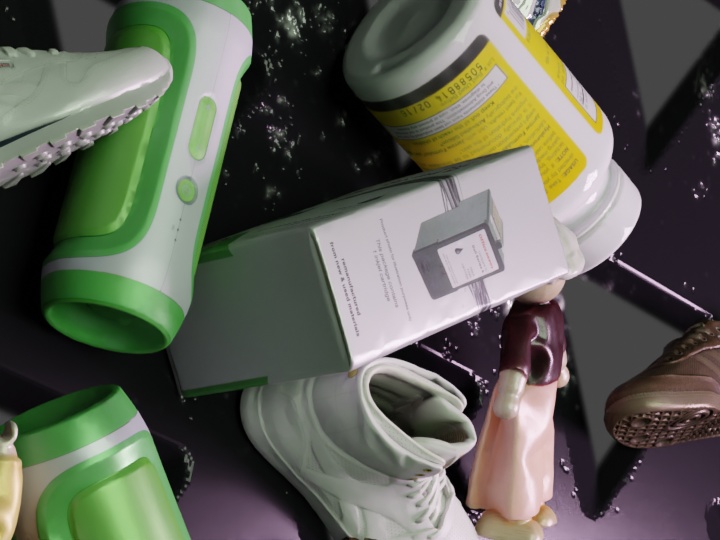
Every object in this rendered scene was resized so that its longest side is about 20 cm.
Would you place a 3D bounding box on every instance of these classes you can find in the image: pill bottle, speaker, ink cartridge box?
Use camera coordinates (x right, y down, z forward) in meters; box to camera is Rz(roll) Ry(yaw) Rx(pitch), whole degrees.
[{"bbox_3d":[0.088,-0.090,1.648,0.200,0.111,0.112,47,53,-28],"label":"pill bottle"},{"bbox_3d":[-0.117,-0.059,1.453,0.088,0.088,0.201,31,62,-37],"label":"speaker"},{"bbox_3d":[0.000,0.000,1.518,0.200,0.146,0.084,-22,97,-46],"label":"ink cartridge box"},{"bbox_3d":[-0.126,0.167,1.392,0.088,0.088,0.201,-29,103,-44],"label":"speaker"}]

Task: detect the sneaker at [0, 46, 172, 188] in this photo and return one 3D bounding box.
[{"bbox_3d":[-0.191,-0.086,1.362,0.199,0.076,0.081,-22,82,-24],"label":"sneaker"}]

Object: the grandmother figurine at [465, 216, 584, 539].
[{"bbox_3d":[0.101,0.063,1.620,0.121,0.060,0.201,-51,146,-76],"label":"grandmother figurine"}]

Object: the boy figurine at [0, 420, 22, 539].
[{"bbox_3d":[-0.222,0.118,1.318,0.124,0.064,0.201,-27,105,-10],"label":"boy figurine"}]

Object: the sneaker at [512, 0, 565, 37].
[{"bbox_3d":[0.109,-0.232,1.724,0.088,0.075,0.200,44,49,-20],"label":"sneaker"}]

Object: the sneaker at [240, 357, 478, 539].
[{"bbox_3d":[0.032,0.123,1.549,0.200,0.115,0.074,43,53,-33],"label":"sneaker"}]

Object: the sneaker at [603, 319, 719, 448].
[{"bbox_3d":[0.225,0.073,1.801,0.200,0.070,0.076,1,62,-48],"label":"sneaker"}]

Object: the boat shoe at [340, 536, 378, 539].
[{"bbox_3d":[-0.036,0.224,1.488,0.200,0.068,0.072,-72,167,-48],"label":"boat shoe"}]
